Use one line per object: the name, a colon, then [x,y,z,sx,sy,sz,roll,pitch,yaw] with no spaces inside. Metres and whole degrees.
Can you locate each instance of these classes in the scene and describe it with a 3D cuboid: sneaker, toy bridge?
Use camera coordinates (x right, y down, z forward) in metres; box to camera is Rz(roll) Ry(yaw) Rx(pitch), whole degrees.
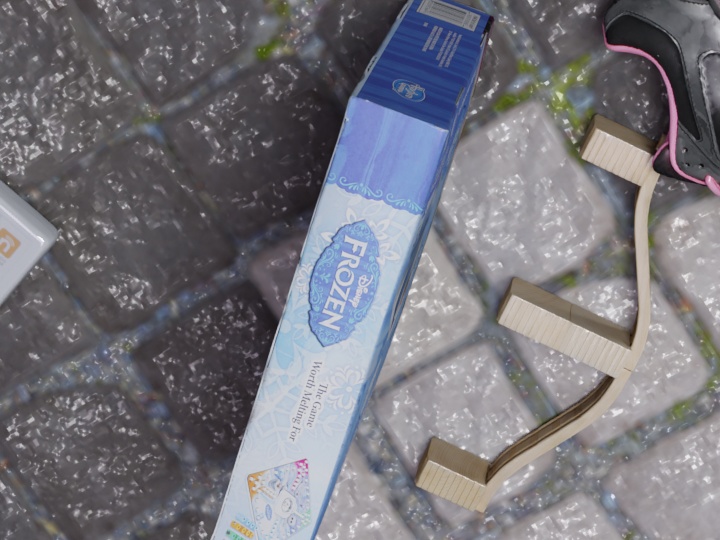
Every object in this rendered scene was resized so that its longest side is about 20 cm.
sneaker: [0.176,-0.054,0.929,0.095,0.079,0.200,-33,92,22]
toy bridge: [0.096,0.026,0.991,0.067,0.027,0.200,25,111,-2]

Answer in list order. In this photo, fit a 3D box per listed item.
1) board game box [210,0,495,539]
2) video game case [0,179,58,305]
board game box: [0.000,0.000,0.907,0.043,0.200,0.200,20,111,2]
video game case: [-0.274,-0.018,1.045,0.200,0.023,0.182,41,110,-5]
